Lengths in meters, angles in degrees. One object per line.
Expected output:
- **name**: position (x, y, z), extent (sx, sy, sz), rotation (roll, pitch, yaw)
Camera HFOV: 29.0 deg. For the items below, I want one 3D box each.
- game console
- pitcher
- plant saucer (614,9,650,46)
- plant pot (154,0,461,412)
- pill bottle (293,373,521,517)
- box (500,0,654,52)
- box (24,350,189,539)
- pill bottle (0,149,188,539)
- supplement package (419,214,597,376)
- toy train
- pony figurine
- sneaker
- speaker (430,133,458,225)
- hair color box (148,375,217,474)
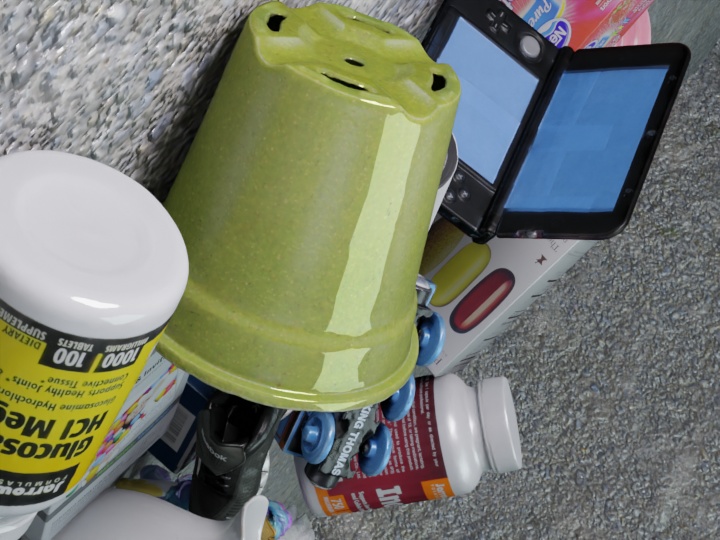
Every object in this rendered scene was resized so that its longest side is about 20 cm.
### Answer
- **game console**: position (0.130, -0.130, 1.057), extent (0.118, 0.172, 0.201), rotation (-33, -154, 55)
- **pitcher**: position (-0.169, 0.262, 1.129), extent (0.121, 0.197, 0.174), rotation (-50, 136, -68)
- **plant saucer**: position (0.185, -0.196, 1.322), extent (0.050, 0.201, 0.201), rotation (17, 119, -34)
- **plant pot**: position (-0.030, -0.051, 0.831), extent (0.200, 0.199, 0.186), rotation (-35, 151, -56)
- **pill bottle**: position (0.044, 0.157, 1.284), extent (0.198, 0.114, 0.113), rotation (-11, 176, 10)
- **box**: position (0.164, -0.217, 1.205), extent (0.200, 0.100, 0.095), rotation (-48, 166, 28)
- **box**: position (-0.188, 0.105, 1.042), extent (0.156, 0.041, 0.201), rotation (-43, 166, -39)
- **pill bottle**: position (-0.171, 0.049, 0.697), extent (0.112, 0.112, 0.201), rotation (-36, 162, -54)
- **supplement package**: position (0.114, -0.013, 1.247), extent (0.200, 0.114, 0.109), rotation (-45, 168, 12)
- **toy train**: position (-0.005, 0.082, 1.169), extent (0.202, 0.086, 0.114), rotation (-65, -148, 13)
- **pony figurine**: position (-0.128, 0.221, 1.291), extent (0.193, 0.198, 0.168), rotation (-43, 125, -63)
- **sneaker**: position (-0.106, 0.141, 1.135), extent (0.090, 0.066, 0.201), rotation (-23, 144, -61)
- **speaker**: position (0.010, -0.035, 1.019), extent (0.081, 0.081, 0.201), rotation (-45, 168, -30)
- **hair color box**: position (-0.113, 0.088, 1.254), extent (0.200, 0.060, 0.100), rotation (-39, 164, -51)
